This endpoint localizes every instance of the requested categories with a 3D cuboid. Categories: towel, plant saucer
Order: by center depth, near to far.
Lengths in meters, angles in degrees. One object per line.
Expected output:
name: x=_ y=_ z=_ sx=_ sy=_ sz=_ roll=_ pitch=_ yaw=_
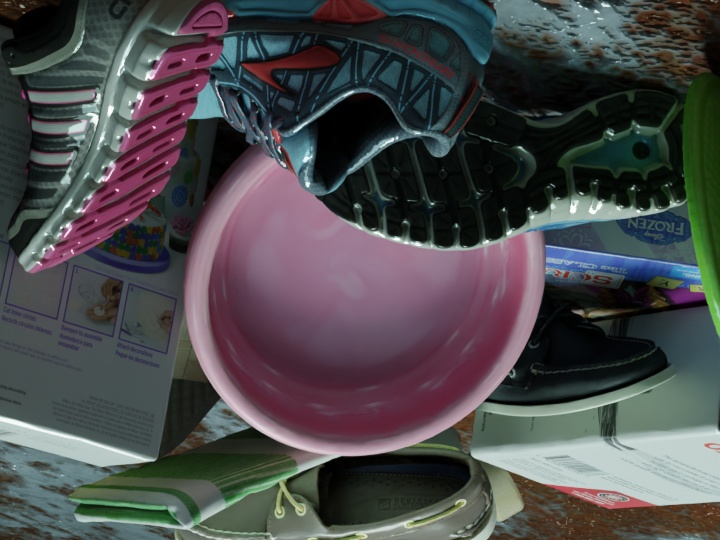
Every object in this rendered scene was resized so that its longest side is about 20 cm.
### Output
plant saucer: x=0.000 y=0.000 z=1.183 sx=0.200 sy=0.201 sz=0.051 roll=14 pitch=-165 yaw=-20
towel: x=-0.053 y=0.110 z=1.279 sx=0.200 sy=0.023 sz=0.152 roll=-17 pitch=-175 yaw=-32

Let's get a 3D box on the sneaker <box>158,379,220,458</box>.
sneaker: x=-0.087 y=0.033 z=1.362 sx=0.075 sy=0.200 sz=0.105 roll=51 pitch=173 yaw=-14

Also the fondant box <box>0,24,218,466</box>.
fondant box: x=-0.163 y=-0.010 z=1.147 sx=0.144 sy=0.201 sz=0.058 roll=20 pitch=162 yaw=-33

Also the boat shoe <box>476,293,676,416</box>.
boat shoe: x=0.101 y=0.046 z=1.298 sx=0.074 sy=0.066 sz=0.199 roll=-20 pitch=-171 yaw=-34

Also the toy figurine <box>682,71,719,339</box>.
toy figurine: x=0.268 y=-0.037 z=1.044 sx=0.183 sy=0.151 sz=0.200 roll=-10 pitch=179 yaw=21

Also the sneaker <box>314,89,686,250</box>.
sneaker: x=0.070 y=-0.044 z=1.108 sx=0.199 sy=0.079 sz=0.090 roll=-2 pitch=172 yaw=-15

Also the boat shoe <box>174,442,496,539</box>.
boat shoe: x=-0.019 y=0.139 z=1.324 sx=0.199 sy=0.072 sz=0.060 roll=-3 pitch=145 yaw=9

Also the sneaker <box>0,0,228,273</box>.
sneaker: x=-0.133 y=-0.082 z=1.047 sx=0.087 sy=0.074 sz=0.200 roll=45 pitch=135 yaw=14

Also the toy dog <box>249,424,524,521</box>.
toy dog: x=0.020 y=0.094 z=1.424 sx=0.200 sy=0.132 sz=0.096 roll=38 pitch=163 yaw=24

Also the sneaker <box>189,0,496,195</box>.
sneaker: x=-0.033 y=-0.084 z=1.035 sx=0.199 sy=0.096 sz=0.079 roll=-5 pitch=158 yaw=35

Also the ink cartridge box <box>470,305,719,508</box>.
ink cartridge box: x=0.191 y=0.088 z=1.357 sx=0.144 sy=0.084 sz=0.200 roll=24 pitch=158 yaw=-40

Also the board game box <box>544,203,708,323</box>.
board game box: x=0.139 y=0.003 z=1.322 sx=0.199 sy=0.041 sz=0.200 roll=8 pitch=162 yaw=0

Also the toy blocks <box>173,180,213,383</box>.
toy blocks: x=-0.041 y=-0.002 z=1.243 sx=0.199 sy=0.137 sz=0.100 roll=9 pitch=-155 yaw=-17
